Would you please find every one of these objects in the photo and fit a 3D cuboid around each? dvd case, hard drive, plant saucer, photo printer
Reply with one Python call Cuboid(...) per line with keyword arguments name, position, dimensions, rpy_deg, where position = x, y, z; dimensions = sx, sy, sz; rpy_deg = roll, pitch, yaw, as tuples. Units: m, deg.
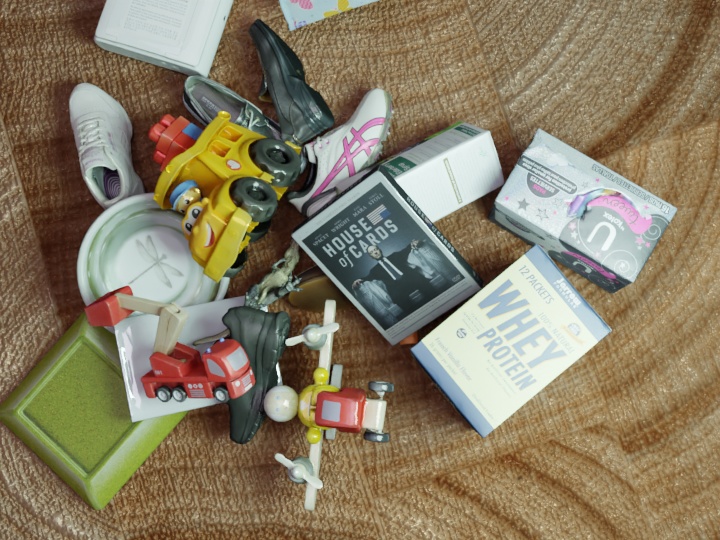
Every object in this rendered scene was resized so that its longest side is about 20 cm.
Cuboid(name="dvd case", position=(0.033, -0.015, 1.297), dimensions=(0.150, 0.025, 0.200), rpy_deg=(-35, 108, 27))
Cuboid(name="hard drive", position=(-0.212, 0.112, 1.369), dimensions=(0.199, 0.025, 0.132), rpy_deg=(-11, 86, -16))
Cuboid(name="plant saucer", position=(-0.360, 0.183, 1.391), dimensions=(0.200, 0.048, 0.200), rpy_deg=(41, 88, 6))
Cuboid(name="plant saucer", position=(-0.274, -0.005, 1.384), dimensions=(0.199, 0.050, 0.201), rpy_deg=(-3, 100, -18))
Cuboid(name="photo printer", position=(-0.257, -0.380, 1.432), dimensions=(0.166, 0.069, 0.201), rpy_deg=(17, 85, 5))

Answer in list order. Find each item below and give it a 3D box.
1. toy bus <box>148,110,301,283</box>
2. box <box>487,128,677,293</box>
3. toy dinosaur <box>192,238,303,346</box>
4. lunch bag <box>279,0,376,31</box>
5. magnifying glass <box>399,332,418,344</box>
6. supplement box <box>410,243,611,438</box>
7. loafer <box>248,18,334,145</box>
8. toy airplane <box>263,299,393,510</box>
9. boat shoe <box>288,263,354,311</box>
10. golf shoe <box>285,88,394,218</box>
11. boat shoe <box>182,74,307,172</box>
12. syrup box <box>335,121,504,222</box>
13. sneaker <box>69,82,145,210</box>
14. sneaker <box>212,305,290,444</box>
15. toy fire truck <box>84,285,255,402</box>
Cuboid(name="toy bus", position=(-0.191, -0.111, 1.314), dimensions=(0.192, 0.200, 0.136), rpy_deg=(32, 129, -6))
Cuboid(name="box", position=(0.278, -0.071, 1.339), dimensions=(0.200, 0.132, 0.115), rpy_deg=(31, 85, 6))
Cuboid(name="toy dinosaur", position=(-0.127, 0.032, 1.345), dimensions=(0.200, 0.088, 0.047), rpy_deg=(-45, 103, -23))
Cuboid(name="lunch bag", position=(-0.048, -0.441, 1.399), dimensions=(0.169, 0.127, 0.201), rpy_deg=(-19, 58, 2))
Cuboid(name="magnifying glass", position=(0.057, -0.002, 1.400), dimensions=(0.079, 0.022, 0.201), rpy_deg=(-5, 85, 5))
Cuboid(name="supplement box", position=(0.178, 0.090, 1.294), dimensions=(0.200, 0.200, 0.134), rpy_deg=(-40, 83, -2))
Cuboid(name="loafer", position=(-0.111, -0.254, 1.399), dimensions=(0.072, 0.073, 0.200), rpy_deg=(-36, 61, 14))
Cuboid(name="toy airplane", position=(-0.055, 0.166, 1.305), dimensions=(0.141, 0.200, 0.200), rpy_deg=(6, 42, -18))
Cuboid(name="boat shoe", position=(0.000, 0.000, 1.376), dimensions=(0.199, 0.070, 0.071), rpy_deg=(-13, 49, 17))
Cuboid(name="golf shoe", position=(-0.024, -0.159, 1.384), dimensions=(0.092, 0.073, 0.201), rpy_deg=(27, 85, -17))
Cuboid(name="boat shoe", position=(-0.162, -0.191, 1.406), dimensions=(0.200, 0.071, 0.072), rpy_deg=(32, 87, 5))
Cuboid(name="syrup box", position=(0.076, -0.111, 1.349), dimensions=(0.200, 0.079, 0.082), rpy_deg=(-27, 115, -13))
Cuboid(name="sneaker", position=(-0.343, -0.165, 1.400), dimensions=(0.075, 0.100, 0.201), rpy_deg=(-22, 82, 3))
Cuboid(name="sneaker", position=(-0.148, 0.128, 1.322), dimensions=(0.090, 0.076, 0.201), rpy_deg=(16, 114, 5))
Cuboid(name="toy fire truck", position=(-0.232, 0.089, 1.278), dimensions=(0.199, 0.049, 0.142), rpy_deg=(-4, 111, 30))
